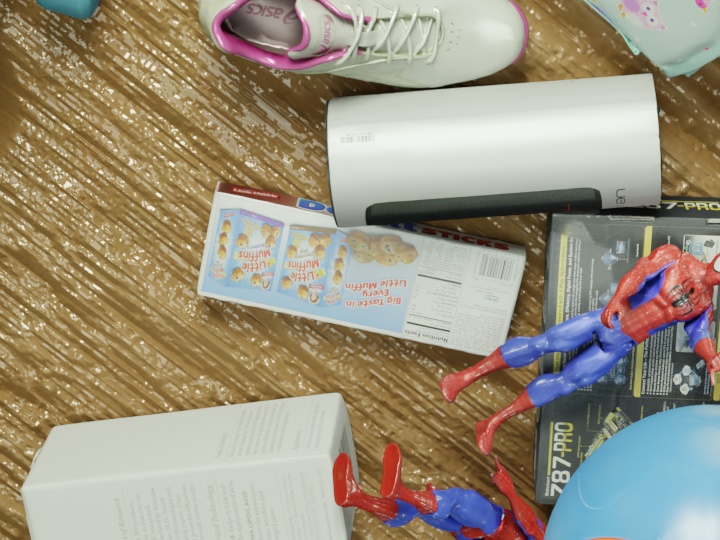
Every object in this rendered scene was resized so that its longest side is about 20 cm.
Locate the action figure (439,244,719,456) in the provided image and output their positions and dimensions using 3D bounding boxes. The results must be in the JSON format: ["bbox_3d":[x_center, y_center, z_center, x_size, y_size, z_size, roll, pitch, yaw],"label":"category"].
[{"bbox_3d":[0.145,0.049,1.154,0.200,0.099,0.065,-32,105,13],"label":"action figure"}]

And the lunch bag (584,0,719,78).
[{"bbox_3d":[0.185,-0.224,1.087,0.170,0.122,0.200,40,116,-13],"label":"lunch bag"}]

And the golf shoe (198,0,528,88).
[{"bbox_3d":[0.000,-0.139,1.144,0.199,0.092,0.076,4,109,1],"label":"golf shoe"}]

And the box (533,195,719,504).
[{"bbox_3d":[0.193,0.054,1.225,0.160,0.049,0.201,1,110,1],"label":"box"}]

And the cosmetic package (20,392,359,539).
[{"bbox_3d":[-0.106,0.139,1.247,0.199,0.102,0.074,-8,108,8],"label":"cosmetic package"}]

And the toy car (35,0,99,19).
[{"bbox_3d":[-0.231,-0.218,1.070,0.184,0.200,0.178,17,110,-3],"label":"toy car"}]

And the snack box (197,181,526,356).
[{"bbox_3d":[0.000,0.000,1.229,0.199,0.024,0.072,12,111,-1],"label":"snack box"}]

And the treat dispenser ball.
[{"bbox_3d":[0.205,0.180,1.140,0.200,0.201,0.202,1,110,3],"label":"treat dispenser ball"}]

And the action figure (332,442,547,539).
[{"bbox_3d":[0.069,0.153,1.229,0.065,0.052,0.200,-20,145,36],"label":"action figure"}]

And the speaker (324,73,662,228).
[{"bbox_3d":[0.082,-0.073,1.169,0.199,0.081,0.082,-4,110,4],"label":"speaker"}]
